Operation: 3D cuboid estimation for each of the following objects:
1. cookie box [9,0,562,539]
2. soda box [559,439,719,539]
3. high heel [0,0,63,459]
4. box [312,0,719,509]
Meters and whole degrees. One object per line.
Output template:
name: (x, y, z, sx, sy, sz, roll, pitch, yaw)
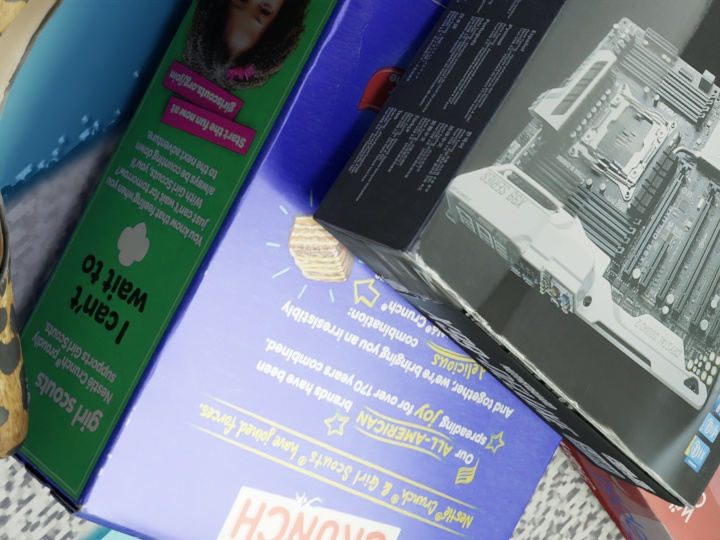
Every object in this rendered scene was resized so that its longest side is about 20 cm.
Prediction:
cookie box: (0.000, 0.000, 0.725, 0.171, 0.075, 0.201, 27, 92, -40)
soda box: (0.134, 0.084, 0.861, 0.070, 0.063, 0.200, -43, 127, -9)
high heel: (-0.090, -0.035, 0.609, 0.072, 0.141, 0.201, -68, 144, -55)
box: (0.096, -0.052, 0.693, 0.158, 0.050, 0.201, 41, 77, -38)
